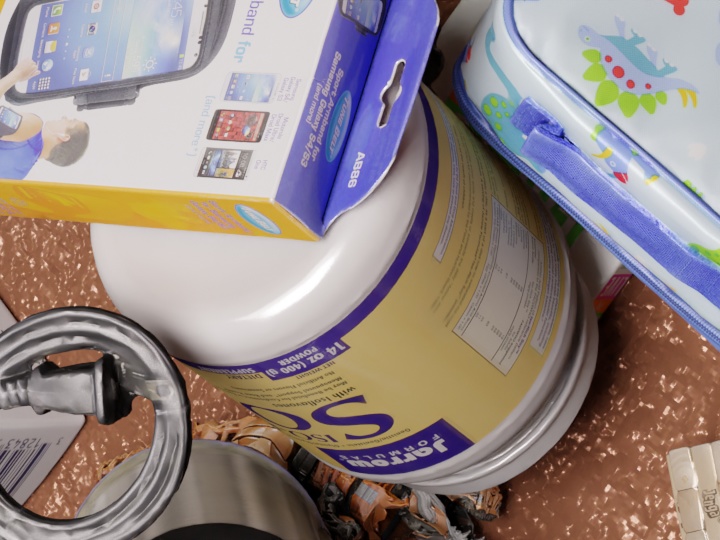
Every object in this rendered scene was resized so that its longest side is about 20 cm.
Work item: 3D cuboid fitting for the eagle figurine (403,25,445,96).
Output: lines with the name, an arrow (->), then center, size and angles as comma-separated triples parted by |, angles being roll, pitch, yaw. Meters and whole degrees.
eagle figurine -> -0.034, -0.109, 1.196 | 0.199, 0.151, 0.152 | -15, 93, 20

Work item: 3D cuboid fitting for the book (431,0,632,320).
book -> 0.097, -0.076, 1.172 | 0.134, 0.048, 0.200 | 42, 108, 21

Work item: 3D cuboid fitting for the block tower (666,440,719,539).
block tower -> 0.220, 0.082, 1.074 | 0.199, 0.054, 0.058 | -16, 79, 31

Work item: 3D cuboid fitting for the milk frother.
milk frother -> -0.081, 0.102, 1.040 | 0.180, 0.188, 0.201 | 9, 100, -9

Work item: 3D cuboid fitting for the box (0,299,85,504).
box -> -0.272, 0.039, 1.315 | 0.105, 0.184, 0.200 | -50, 63, 22

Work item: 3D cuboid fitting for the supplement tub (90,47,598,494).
supplement tub -> 0.000, 0.000, 1.068 | 0.145, 0.200, 0.146 | -14, 60, 26

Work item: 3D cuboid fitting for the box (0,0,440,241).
box -> -0.068, -0.076, 0.995 | 0.199, 0.041, 0.120 | 4, 68, 35

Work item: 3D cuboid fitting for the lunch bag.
lunch bag -> 0.146, -0.065, 1.046 | 0.200, 0.161, 0.083 | 40, 150, 4

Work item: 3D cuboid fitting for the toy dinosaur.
toy dinosaur -> -0.031, 0.114, 1.228 | 0.200, 0.102, 0.136 | 0, 71, 50
